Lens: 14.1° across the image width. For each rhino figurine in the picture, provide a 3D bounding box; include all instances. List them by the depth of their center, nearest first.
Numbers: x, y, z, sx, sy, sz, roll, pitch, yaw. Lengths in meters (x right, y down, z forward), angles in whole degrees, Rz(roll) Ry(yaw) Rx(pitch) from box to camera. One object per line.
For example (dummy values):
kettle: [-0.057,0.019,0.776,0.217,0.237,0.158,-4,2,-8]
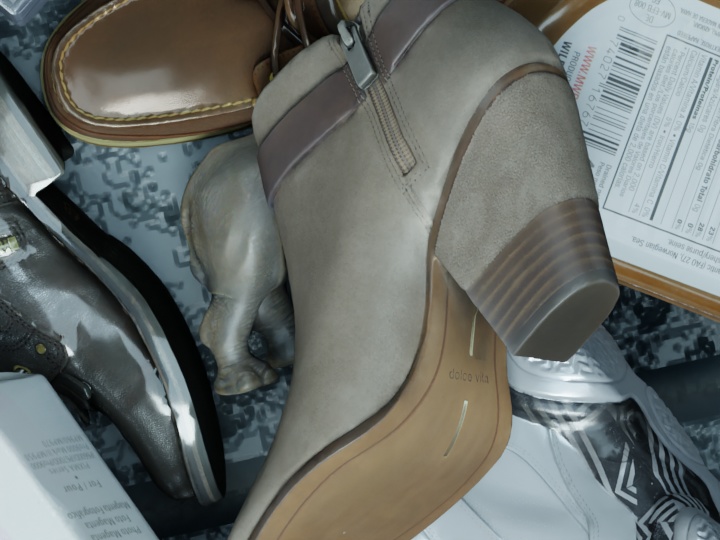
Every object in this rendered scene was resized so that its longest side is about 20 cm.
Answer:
rhino figurine: [0.029,-0.027,1.051,0.199,0.060,0.088,-19,96,-4]

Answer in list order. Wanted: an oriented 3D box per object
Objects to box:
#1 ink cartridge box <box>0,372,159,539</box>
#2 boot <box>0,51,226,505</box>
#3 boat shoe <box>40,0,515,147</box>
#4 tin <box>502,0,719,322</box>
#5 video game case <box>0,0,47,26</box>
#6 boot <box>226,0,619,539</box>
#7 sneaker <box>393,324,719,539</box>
ink cartridge box: [-0.109,0.160,0.984,0.163,0.057,0.200,-49,65,29]
boot: [-0.159,0.033,1.045,0.174,0.069,0.201,-33,90,3]
boat shoe: [-0.019,-0.095,1.040,0.199,0.068,0.072,-16,91,-3]
tin: [0.129,-0.039,1.035,0.199,0.042,0.112,19,97,-25]
video game case: [-0.133,-0.192,0.918,0.200,0.019,0.143,40,83,11]
boot: [0.000,0.000,0.974,0.200,0.070,0.147,-43,55,19]
sneaker: [0.071,0.103,0.994,0.115,0.075,0.200,-41,71,16]
